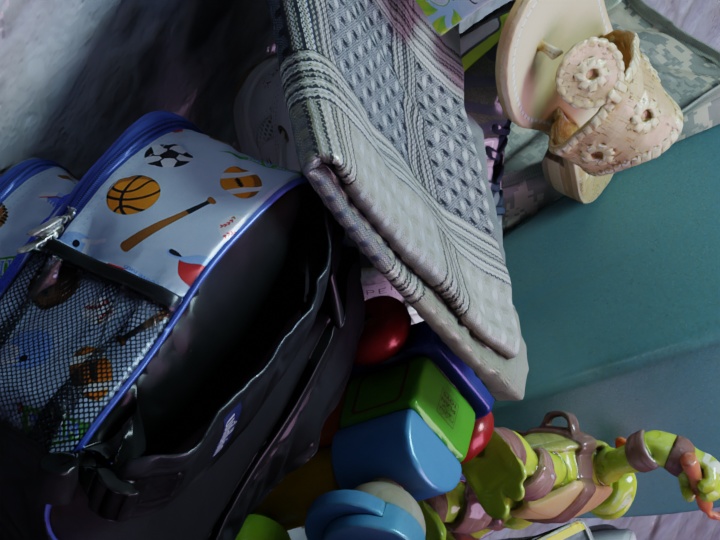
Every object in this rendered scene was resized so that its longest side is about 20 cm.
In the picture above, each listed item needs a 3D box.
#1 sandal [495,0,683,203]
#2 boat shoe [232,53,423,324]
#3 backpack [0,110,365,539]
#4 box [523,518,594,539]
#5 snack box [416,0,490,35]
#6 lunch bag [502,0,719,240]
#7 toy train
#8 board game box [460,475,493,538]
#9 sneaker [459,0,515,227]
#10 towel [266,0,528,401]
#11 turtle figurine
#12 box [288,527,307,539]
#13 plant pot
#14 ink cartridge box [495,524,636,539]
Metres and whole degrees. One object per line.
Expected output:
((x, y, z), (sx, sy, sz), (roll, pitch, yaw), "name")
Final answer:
((0.119, -0.076, 1.276), (0.078, 0.069, 0.212), (-60, 161, -10), "sandal")
((0.000, 0.000, 1.233), (0.071, 0.069, 0.201), (-27, 105, -12), "boat shoe")
((-0.087, 0.038, 1.092), (0.191, 0.154, 0.200), (-48, 158, -22), "backpack")
((0.002, 0.169, 1.174), (0.159, 0.050, 0.200), (-27, 173, 27), "box")
((0.114, -0.187, 1.191), (0.142, 0.053, 0.200), (-33, -175, 41), "snack box")
((0.093, -0.034, 1.476), (0.199, 0.117, 0.165), (-29, 143, -34), "lunch bag")
((-0.042, 0.096, 1.205), (0.085, 0.199, 0.116), (50, 38, -30), "toy train")
((0.078, 0.101, 1.574), (0.199, 0.062, 0.200), (-28, -177, -32), "board game box")
((0.048, -0.054, 1.334), (0.200, 0.081, 0.074), (-50, 177, 24), "sneaker")
((0.016, -0.067, 1.141), (0.034, 0.193, 0.200), (-23, 141, 15), "towel")
((0.093, 0.097, 1.291), (0.161, 0.199, 0.065), (5, 70, -53), "turtle figurine")
((-0.115, 0.199, 1.282), (0.152, 0.106, 0.201), (-17, 131, -62), "box")
((0.150, 0.034, 1.389), (0.199, 0.142, 0.142), (-17, 135, 1), "plant pot")
((0.062, 0.214, 1.355), (0.200, 0.144, 0.085), (-60, 138, -64), "ink cartridge box")
